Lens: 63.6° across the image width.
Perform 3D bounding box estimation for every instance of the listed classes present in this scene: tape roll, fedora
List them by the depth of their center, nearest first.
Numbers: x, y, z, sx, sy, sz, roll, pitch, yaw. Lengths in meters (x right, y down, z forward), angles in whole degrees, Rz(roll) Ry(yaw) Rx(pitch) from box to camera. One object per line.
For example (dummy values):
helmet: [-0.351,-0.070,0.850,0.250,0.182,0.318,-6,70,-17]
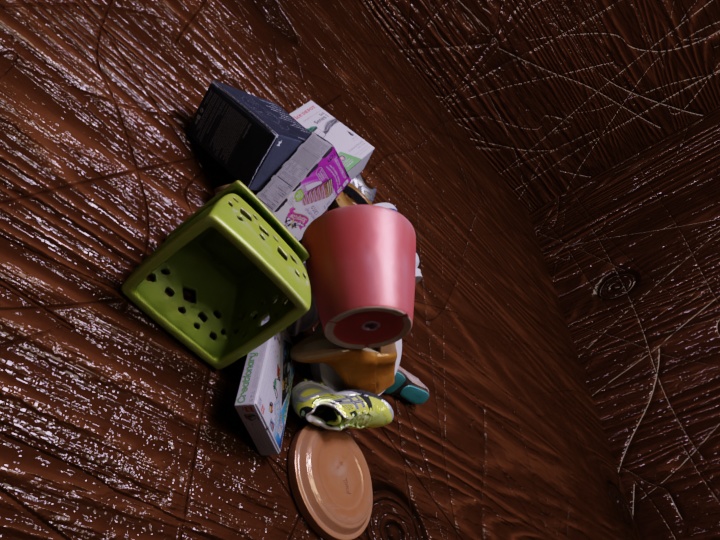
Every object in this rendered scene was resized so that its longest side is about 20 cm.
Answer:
tape roll: [-0.006,0.154,1.102,0.202,0.037,0.204,-5,98,-38]
fedora: [-0.022,-0.111,1.255,0.201,0.082,0.201,42,21,-20]

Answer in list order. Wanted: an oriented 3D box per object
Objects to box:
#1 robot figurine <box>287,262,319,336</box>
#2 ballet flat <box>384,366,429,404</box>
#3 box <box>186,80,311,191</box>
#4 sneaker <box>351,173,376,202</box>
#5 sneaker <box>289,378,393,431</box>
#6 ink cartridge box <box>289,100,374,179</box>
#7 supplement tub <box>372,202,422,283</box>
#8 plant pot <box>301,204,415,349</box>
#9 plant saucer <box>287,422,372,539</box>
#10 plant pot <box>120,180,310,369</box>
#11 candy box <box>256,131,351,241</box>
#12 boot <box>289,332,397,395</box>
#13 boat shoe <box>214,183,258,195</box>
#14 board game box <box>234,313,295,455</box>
robot figurine: [-0.115,0.035,1.067,0.169,0.113,0.200,18,31,-1]
ballet flat: [0.076,0.237,1.271,0.200,0.068,0.067,41,12,-43]
box: [-0.192,-0.252,1.148,0.197,0.124,0.200,40,19,23]
sneaker: [-0.047,-0.223,1.450,0.200,0.074,0.081,39,64,-12]
sneaker: [-0.029,0.248,0.997,0.199,0.076,0.076,15,20,-25]
ink cartridge box: [-0.092,-0.292,1.370,0.200,0.084,0.146,37,46,4]
supplement tub: [0.056,-0.048,1.419,0.145,0.145,0.200,3,60,-59]
plant pot: [0.006,0.020,0.958,0.200,0.200,0.178,32,40,-43]
plant saucer: [-0.041,0.345,0.973,0.200,0.032,0.201,41,33,-33]
plant pot: [-0.199,-0.005,0.883,0.200,0.199,0.182,47,23,-22]
candy box: [-0.116,-0.144,1.110,0.061,0.200,0.136,38,-7,23]
boot: [-0.024,0.177,1.027,0.071,0.201,0.144,-133,-142,-54]
boat shoe: [-0.207,-0.124,1.134,0.200,0.073,0.065,1,81,-59]
board game box: [-0.143,0.168,0.914,0.200,0.034,0.127,-86,166,-50]
